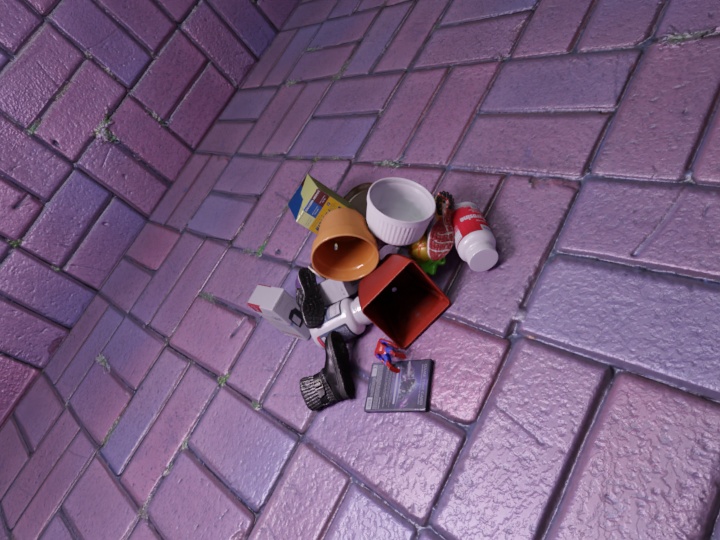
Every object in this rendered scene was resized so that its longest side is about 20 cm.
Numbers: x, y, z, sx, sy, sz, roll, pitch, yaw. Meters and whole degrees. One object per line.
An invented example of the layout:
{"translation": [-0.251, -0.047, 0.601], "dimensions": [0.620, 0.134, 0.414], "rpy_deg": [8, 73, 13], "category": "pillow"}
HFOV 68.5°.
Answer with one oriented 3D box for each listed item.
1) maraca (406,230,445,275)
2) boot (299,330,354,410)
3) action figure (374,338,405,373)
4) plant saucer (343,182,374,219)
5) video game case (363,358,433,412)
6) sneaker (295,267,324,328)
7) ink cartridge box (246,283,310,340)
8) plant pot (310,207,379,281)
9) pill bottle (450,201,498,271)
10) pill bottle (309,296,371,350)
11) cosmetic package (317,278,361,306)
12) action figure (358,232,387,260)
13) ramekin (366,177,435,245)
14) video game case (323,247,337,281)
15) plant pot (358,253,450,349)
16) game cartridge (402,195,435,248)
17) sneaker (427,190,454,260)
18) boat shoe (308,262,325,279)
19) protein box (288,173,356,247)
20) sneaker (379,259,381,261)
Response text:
{"translation": [0.204, -0.071, 1.613], "dimensions": [0.138, 0.106, 0.202], "rpy_deg": [-51, 38, 27], "category": "maraca"}
{"translation": [-0.112, 0.300, 1.581], "dimensions": [0.156, 0.079, 0.215], "rpy_deg": [-20, 71, 27], "category": "boot"}
{"translation": [0.078, 0.234, 1.488], "dimensions": [0.200, 0.051, 0.066], "rpy_deg": [-154, 80, -74], "category": "action figure"}
{"translation": [-0.003, -0.242, 1.983], "dimensions": [0.198, 0.032, 0.203], "rpy_deg": [-23, 47, 27], "category": "plant saucer"}
{"translation": [0.105, 0.320, 1.465], "dimensions": [0.198, 0.019, 0.145], "rpy_deg": [-11, 53, 34], "category": "video game case"}
{"translation": [-0.165, 0.099, 1.663], "dimensions": [0.088, 0.075, 0.203], "rpy_deg": [127, 140, -51], "category": "sneaker"}
{"translation": [-0.260, 0.141, 1.782], "dimensions": [0.144, 0.200, 0.084], "rpy_deg": [8, 61, 43], "category": "ink cartridge box"}
{"translation": [-0.047, -0.086, 1.548], "dimensions": [0.198, 0.200, 0.142], "rpy_deg": [-25, 47, 24], "category": "plant pot"}
{"translation": [0.322, -0.097, 1.527], "dimensions": [0.111, 0.112, 0.202], "rpy_deg": [-32, 43, 17], "category": "pill bottle"}
{"translation": [-0.051, 0.156, 1.649], "dimensions": [0.198, 0.120, 0.121], "rpy_deg": [-28, 44, 21], "category": "pill bottle"}
{"translation": [-0.092, 0.063, 1.726], "dimensions": [0.198, 0.082, 0.112], "rpy_deg": [-24, 3, 37], "category": "cosmetic package"}
{"translation": [0.070, -0.105, 1.624], "dimensions": [0.198, 0.134, 0.150], "rpy_deg": [-23, 37, 25], "category": "action figure"}
{"translation": [0.109, -0.164, 1.513], "dimensions": [0.196, 0.106, 0.202], "rpy_deg": [7, 46, -7], "category": "ramekin"}
{"translation": [-0.058, -0.052, 1.827], "dimensions": [0.200, 0.023, 0.184], "rpy_deg": [-41, 29, 39], "category": "video game case"}
{"translation": [0.105, 0.065, 1.543], "dimensions": [0.200, 0.200, 0.176], "rpy_deg": [-44, 30, 4], "category": "plant pot"}
{"translation": [0.160, -0.177, 1.793], "dimensions": [0.129, 0.038, 0.202], "rpy_deg": [22, 75, 43], "category": "game cartridge"}
{"translation": [0.229, -0.124, 1.541], "dimensions": [0.082, 0.077, 0.203], "rpy_deg": [143, 139, -70], "category": "sneaker"}
{"translation": [-0.113, -0.016, 1.710], "dimensions": [0.071, 0.200, 0.063], "rpy_deg": [42, 99, 7], "category": "boat shoe"}
{"translation": [-0.126, -0.207, 1.858], "dimensions": [0.136, 0.199, 0.199], "rpy_deg": [-54, 27, 11], "category": "protein box"}
{"translation": [0.000, 0.000, 1.759], "dimensions": [0.198, 0.077, 0.077], "rpy_deg": [-21, 49, 30], "category": "sneaker"}
